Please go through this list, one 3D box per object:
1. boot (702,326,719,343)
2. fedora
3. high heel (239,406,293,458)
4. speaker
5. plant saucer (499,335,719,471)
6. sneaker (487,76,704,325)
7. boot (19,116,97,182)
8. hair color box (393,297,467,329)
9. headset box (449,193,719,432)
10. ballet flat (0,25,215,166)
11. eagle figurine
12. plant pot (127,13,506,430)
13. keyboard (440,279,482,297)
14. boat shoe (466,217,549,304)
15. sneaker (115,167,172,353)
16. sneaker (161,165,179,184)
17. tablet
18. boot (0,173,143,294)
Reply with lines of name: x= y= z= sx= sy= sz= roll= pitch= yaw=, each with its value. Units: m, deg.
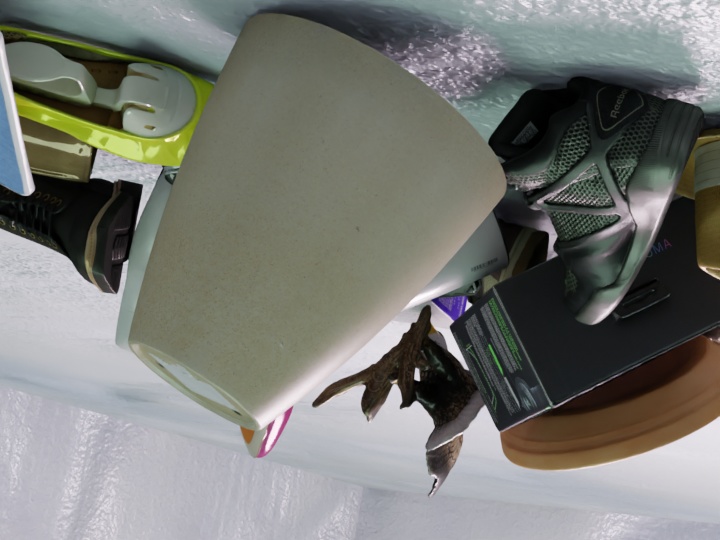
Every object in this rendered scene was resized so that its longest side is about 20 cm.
boot: x=0.258 y=0.030 z=1.552 sx=0.200 sy=0.071 sz=0.146 roll=-3 pitch=156 yaw=46
fedora: x=0.275 y=-0.028 z=1.173 sx=0.200 sy=0.082 sz=0.201 roll=11 pitch=168 yaw=2
high heel: x=-0.040 y=0.054 z=1.437 sx=0.096 sy=0.201 sz=0.067 roll=-7 pitch=-152 yaw=-30
speaker: x=0.000 y=0.000 z=1.336 sx=0.199 sy=0.081 sz=0.081 roll=-22 pitch=169 yaw=-4
plant saucer: x=0.200 y=0.095 z=1.458 sx=0.199 sy=0.038 sz=0.200 roll=-20 pitch=-167 yaw=5
sneaker: x=0.133 y=-0.048 z=1.154 sx=0.114 sy=0.076 sz=0.200 roll=23 pitch=149 yaw=10
boot: x=-0.297 y=-0.099 z=1.414 sx=0.199 sy=0.066 sz=0.175 roll=11 pitch=169 yaw=-7
hair color box: x=0.017 y=-0.006 z=1.581 sx=0.109 sy=0.065 sz=0.200 roll=8 pitch=170 yaw=18
headset box: x=0.172 y=0.029 z=1.331 sx=0.174 sy=0.093 sz=0.200 roll=-25 pitch=173 yaw=-11
ballet flat: x=-0.169 y=-0.115 z=1.213 sx=0.199 sy=0.067 sz=0.067 roll=15 pitch=166 yaw=-10
eagle figurine: x=0.083 y=0.104 z=1.582 sx=0.151 sy=0.152 sz=0.200 roll=-3 pitch=152 yaw=37
plant pot: x=-0.044 y=-0.014 z=1.107 sx=0.187 sy=0.200 sz=0.187 roll=30 pitch=166 yaw=8
keyboard: x=-0.012 y=-0.028 z=1.450 sx=0.199 sy=0.021 sz=0.127 roll=-3 pitch=128 yaw=26
boat shoe: x=0.109 y=-0.004 z=1.511 sx=0.066 sy=0.072 sz=0.201 roll=31 pitch=170 yaw=7
sneaker: x=-0.106 y=0.009 z=1.472 sx=0.146 sy=0.081 sz=0.201 roll=19 pitch=129 yaw=0
sneaker: x=-0.083 y=-0.074 z=1.320 sx=0.115 sy=0.075 sz=0.200 roll=19 pitch=166 yaw=-17
tablet: x=-0.270 y=-0.124 z=1.188 sx=0.130 sy=0.014 sz=0.200 roll=27 pitch=154 yaw=10
boot: x=-0.242 y=-0.036 z=1.424 sx=0.138 sy=0.078 sz=0.200 roll=11 pitch=-174 yaw=-5
